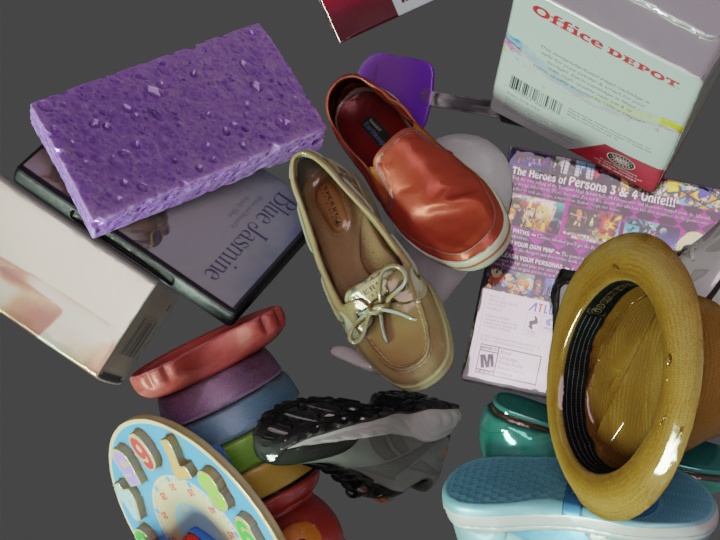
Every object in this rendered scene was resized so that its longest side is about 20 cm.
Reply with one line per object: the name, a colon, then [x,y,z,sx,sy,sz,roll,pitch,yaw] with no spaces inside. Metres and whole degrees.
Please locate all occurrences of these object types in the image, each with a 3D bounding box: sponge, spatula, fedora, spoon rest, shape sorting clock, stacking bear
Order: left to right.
sponge: [-0.135,-0.108,1.497,0.199,0.030,0.112,-23,67,-23]
shape sorting clock: [-0.114,0.192,1.448,0.200,0.200,0.039,45,57,8]
stacking bear: [-0.077,0.143,1.484,0.121,0.114,0.201,-26,94,-15]
spoon rest: [0.047,-0.012,1.512,0.099,0.061,0.201,22,80,33]
spatula: [0.092,-0.126,1.536,0.199,0.021,0.057,10,97,4]
fedora: [0.200,0.073,1.363,0.081,0.200,0.202,4,84,-24]

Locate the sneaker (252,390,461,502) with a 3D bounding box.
sneaker: [0.001,0.131,1.444,0.074,0.199,0.080,12,96,40]

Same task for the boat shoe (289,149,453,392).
boat shoe: [0.000,0.000,1.455,0.073,0.063,0.201,-36,61,7]

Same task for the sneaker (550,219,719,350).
sneaker: [0.206,0.010,1.449,0.115,0.076,0.201,34,91,5]

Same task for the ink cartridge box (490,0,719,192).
ink cartridge box: [0.194,-0.180,1.428,0.145,0.200,0.145,29,72,7]

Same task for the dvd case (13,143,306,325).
dvd case: [-0.141,-0.056,1.508,0.199,0.018,0.143,34,46,7]

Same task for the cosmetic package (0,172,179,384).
cosmetic package: [-0.247,-0.005,1.515,0.199,0.103,0.088,34,88,9]

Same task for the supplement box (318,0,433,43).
supplement box: [-0.010,-0.286,1.502,0.108,0.061,0.201,-24,110,3]

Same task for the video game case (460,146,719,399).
video game case: [0.190,0.015,1.507,0.199,0.036,0.183,11,86,6]

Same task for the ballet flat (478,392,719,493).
ballet flat: [0.183,0.147,1.489,0.199,0.067,0.071,14,110,6]

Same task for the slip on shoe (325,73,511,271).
slip on shoe: [0.037,-0.073,1.471,0.074,0.061,0.200,-42,58,4]

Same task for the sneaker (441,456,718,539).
sneaker: [0.164,0.203,1.449,0.199,0.080,0.131,3,123,23]
